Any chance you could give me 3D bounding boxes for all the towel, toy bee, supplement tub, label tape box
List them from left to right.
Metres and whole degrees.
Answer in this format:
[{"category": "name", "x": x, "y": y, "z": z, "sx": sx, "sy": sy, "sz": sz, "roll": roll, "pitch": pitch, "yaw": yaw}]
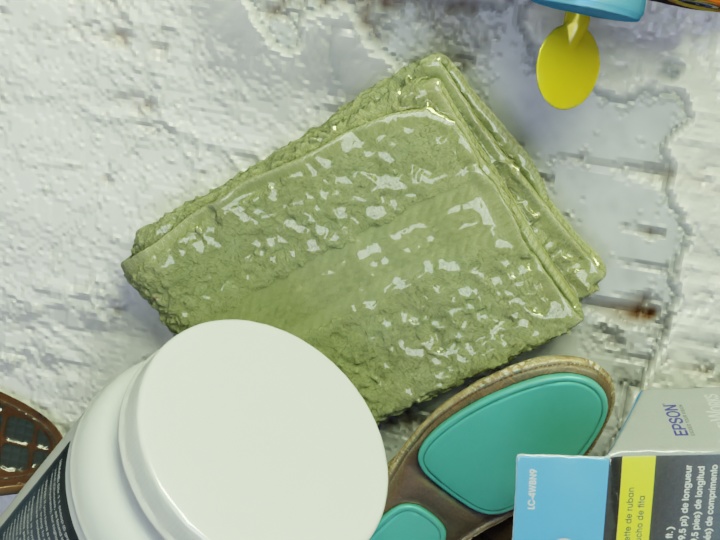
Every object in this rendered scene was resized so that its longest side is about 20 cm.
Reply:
[{"category": "supplement tub", "x": -0.088, "y": 0.126, "z": 0.918, "sx": 0.140, "sy": 0.141, "sz": 0.200, "roll": 37, "pitch": 135, "yaw": -6}, {"category": "towel", "x": 0.000, "y": 0.000, "z": 0.929, "sx": 0.199, "sy": 0.037, "sz": 0.149, "roll": -30, "pitch": 106, "yaw": 22}, {"category": "toy bee", "x": 0.114, "y": -0.125, "z": 0.818, "sx": 0.200, "sy": 0.109, "sz": 0.131, "roll": 38, "pitch": 106, "yaw": 27}, {"category": "label tape box", "x": 0.164, "y": 0.128, "z": 0.915, "sx": 0.199, "sy": 0.066, "sz": 0.144, "roll": 0, "pitch": 117, "yaw": -2}]

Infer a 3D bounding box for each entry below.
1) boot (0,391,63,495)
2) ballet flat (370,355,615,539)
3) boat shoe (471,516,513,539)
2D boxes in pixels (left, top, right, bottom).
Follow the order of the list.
[{"category": "boot", "x": -0.252, "y": 0.104, "z": 1.026, "sx": 0.199, "sy": 0.075, "sz": 0.097, "roll": 6, "pitch": 142, "yaw": -3}, {"category": "ballet flat", "x": 0.041, "y": 0.098, "z": 0.948, "sx": 0.070, "sy": 0.065, "sz": 0.200, "roll": 43, "pitch": 111, "yaw": -16}, {"category": "boat shoe", "x": 0.054, "y": 0.179, "z": 0.991, "sx": 0.075, "sy": 0.075, "sz": 0.202, "roll": 33, "pitch": 118, "yaw": -31}]
